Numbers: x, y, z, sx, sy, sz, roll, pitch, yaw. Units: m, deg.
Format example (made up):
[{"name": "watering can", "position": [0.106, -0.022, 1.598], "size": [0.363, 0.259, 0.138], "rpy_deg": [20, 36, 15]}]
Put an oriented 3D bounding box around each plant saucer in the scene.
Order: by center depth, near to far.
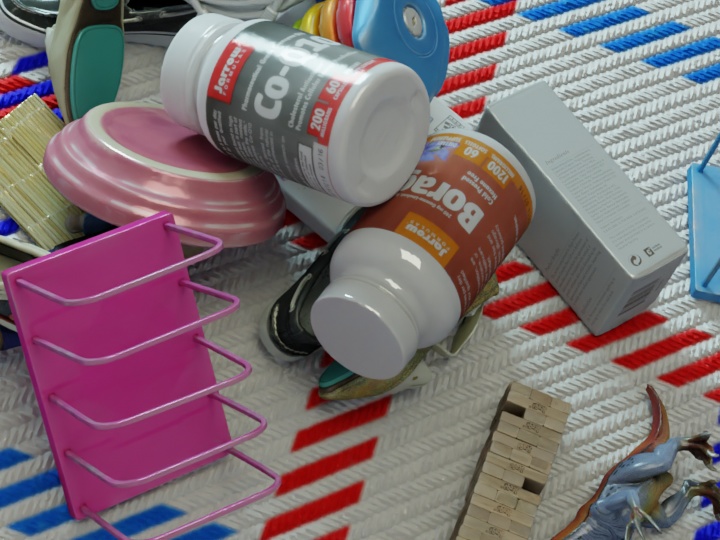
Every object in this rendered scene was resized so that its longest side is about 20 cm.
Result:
[{"name": "plant saucer", "position": [-0.153, -0.084, 1.650], "size": [0.200, 0.051, 0.201], "rpy_deg": [14, 23, -6]}]

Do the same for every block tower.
[{"name": "block tower", "position": [0.111, 0.179, 1.611], "size": [0.058, 0.054, 0.200], "rpy_deg": [21, 55, 0]}]

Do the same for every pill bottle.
[{"name": "pill bottle", "position": [-0.055, -0.131, 1.602], "size": [0.200, 0.114, 0.114], "rpy_deg": [22, 50, 34]}, {"name": "pill bottle", "position": [0.047, -0.012, 1.608], "size": [0.112, 0.112, 0.200], "rpy_deg": [33, 54, 7]}]

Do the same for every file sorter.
[{"name": "file sorter", "position": [-0.152, 0.080, 1.498], "size": [0.139, 0.125, 0.201], "rpy_deg": [-22, 110, -26]}, {"name": "file sorter", "position": [0.402, -0.047, 1.793], "size": [0.199, 0.123, 0.139], "rpy_deg": [10, 57, -9]}]

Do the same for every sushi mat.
[{"name": "sushi mat", "position": [-0.240, -0.057, 1.690], "size": [0.096, 0.012, 0.200], "rpy_deg": [-37, 73, -30]}]

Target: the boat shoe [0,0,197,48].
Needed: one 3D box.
[{"name": "boat shoe", "position": [-0.217, -0.234, 1.776], "size": [0.199, 0.068, 0.074], "rpy_deg": [6, 57, -12]}]

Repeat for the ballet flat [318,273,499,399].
[{"name": "ballet flat", "position": [0.047, 0.056, 1.672], "size": [0.071, 0.071, 0.200], "rpy_deg": [38, 59, 10]}]

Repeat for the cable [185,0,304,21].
[{"name": "cable", "position": [-0.097, -0.312, 1.711], "size": [0.200, 0.200, 0.069], "rpy_deg": [48, 21, -1]}]

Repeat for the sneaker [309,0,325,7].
[{"name": "sneaker", "position": [0.008, -0.216, 1.771], "size": [0.076, 0.111, 0.200], "rpy_deg": [-5, 60, -17]}]

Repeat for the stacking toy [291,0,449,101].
[{"name": "stacking toy", "position": [-0.034, -0.176, 1.711], "size": [0.110, 0.200, 0.116], "rpy_deg": [37, 47, -41]}]

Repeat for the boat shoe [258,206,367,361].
[{"name": "boat shoe", "position": [0.000, 0.000, 1.681], "size": [0.076, 0.060, 0.200], "rpy_deg": [46, 60, -12]}]

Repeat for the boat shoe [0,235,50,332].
[{"name": "boat shoe", "position": [-0.310, -0.008, 1.562], "size": [0.199, 0.063, 0.071], "rpy_deg": [20, 58, 13]}]

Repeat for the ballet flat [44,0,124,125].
[{"name": "ballet flat", "position": [-0.231, -0.215, 1.718], "size": [0.069, 0.069, 0.201], "rpy_deg": [10, 99, -9]}]

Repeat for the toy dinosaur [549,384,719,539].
[{"name": "toy dinosaur", "position": [0.205, 0.201, 1.633], "size": [0.181, 0.105, 0.200], "rpy_deg": [-20, 27, -11]}]

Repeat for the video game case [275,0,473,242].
[{"name": "video game case", "position": [-0.031, -0.132, 1.789], "size": [0.200, 0.024, 0.182], "rpy_deg": [40, 57, 11]}]

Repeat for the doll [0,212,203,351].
[{"name": "doll", "position": [-0.211, 0.009, 1.621], "size": [0.200, 0.049, 0.137], "rpy_deg": [-25, 61, -19]}]

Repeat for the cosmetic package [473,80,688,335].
[{"name": "cosmetic package", "position": [0.179, -0.054, 1.750], "size": [0.074, 0.102, 0.200], "rpy_deg": [-27, 70, -29]}]
